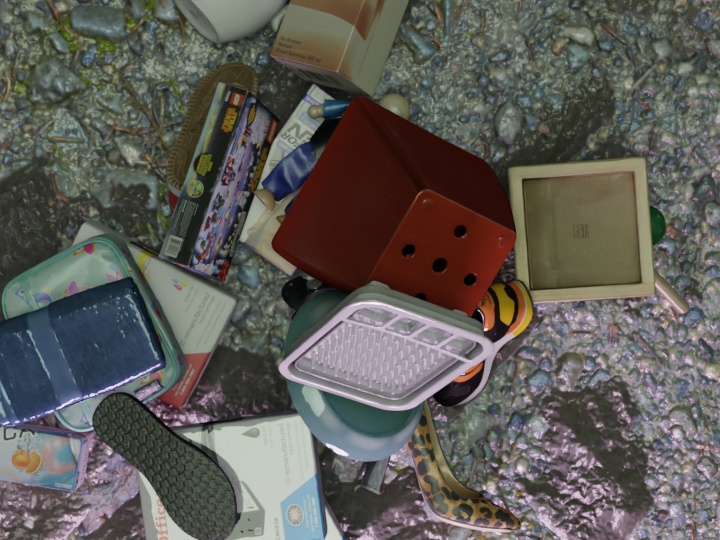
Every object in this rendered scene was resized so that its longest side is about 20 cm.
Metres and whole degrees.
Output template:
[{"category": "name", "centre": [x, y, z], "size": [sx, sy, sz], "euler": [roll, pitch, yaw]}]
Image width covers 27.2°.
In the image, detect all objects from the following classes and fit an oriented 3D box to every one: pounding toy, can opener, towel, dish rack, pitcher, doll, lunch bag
[{"category": "pounding toy", "centre": [0.281, -0.033, 1.732], "size": [0.199, 0.142, 0.185], "euler": [-4, 90, 9]}, {"category": "can opener", "centre": [0.000, 0.000, 1.754], "size": [0.200, 0.079, 0.063], "euler": [-29, 54, -5]}, {"category": "towel", "centre": [-0.312, 0.087, 1.584], "size": [0.199, 0.049, 0.112], "euler": [-20, 96, 6]}, {"category": "dish rack", "centre": [0.025, 0.077, 1.557], "size": [0.171, 0.200, 0.044], "euler": [19, 54, -24]}, {"category": "pitcher", "centre": [-0.103, -0.339, 1.720], "size": [0.200, 0.121, 0.172], "euler": [-44, 107, -12]}, {"category": "doll", "centre": [-0.022, -0.126, 1.688], "size": [0.200, 0.048, 0.137], "euler": [-43, 101, -4]}, {"category": "lunch bag", "centre": [-0.296, 0.074, 1.644], "size": [0.160, 0.077, 0.201], "euler": [-27, 93, 1]}]

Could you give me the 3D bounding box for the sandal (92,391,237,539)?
[{"category": "sandal", "centre": [-0.203, 0.208, 1.602], "size": [0.075, 0.048, 0.200], "euler": [-44, 82, 2]}]

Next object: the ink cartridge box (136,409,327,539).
[{"category": "ink cartridge box", "centre": [-0.144, 0.240, 1.663], "size": [0.199, 0.084, 0.146], "euler": [-8, 88, 0]}]

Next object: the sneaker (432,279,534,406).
[{"category": "sneaker", "centre": [0.114, 0.084, 1.696], "size": [0.090, 0.200, 0.070], "euler": [-2, 51, -35]}]

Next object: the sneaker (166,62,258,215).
[{"category": "sneaker", "centre": [-0.174, -0.143, 1.741], "size": [0.071, 0.113, 0.200], "euler": [19, 59, 7]}]

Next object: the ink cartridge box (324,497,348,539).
[{"category": "ink cartridge box", "centre": [-0.099, 0.281, 1.740], "size": [0.116, 0.068, 0.201], "euler": [-28, 90, -2]}]

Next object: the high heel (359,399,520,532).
[{"category": "high heel", "centre": [0.112, 0.220, 1.746], "size": [0.199, 0.071, 0.143], "euler": [20, 91, 3]}]

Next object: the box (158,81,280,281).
[{"category": "box", "centre": [-0.153, -0.094, 1.641], "size": [0.040, 0.137, 0.201], "euler": [18, 87, 13]}]

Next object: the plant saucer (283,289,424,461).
[{"category": "plant saucer", "centre": [0.002, 0.114, 1.677], "size": [0.200, 0.027, 0.201], "euler": [17, 62, -35]}]

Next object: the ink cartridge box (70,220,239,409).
[{"category": "ink cartridge box", "centre": [-0.260, 0.051, 1.725], "size": [0.199, 0.086, 0.148], "euler": [27, 90, -4]}]

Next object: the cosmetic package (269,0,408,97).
[{"category": "cosmetic package", "centre": [-0.010, -0.309, 1.669], "size": [0.103, 0.087, 0.201], "euler": [17, 84, 31]}]

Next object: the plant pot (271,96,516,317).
[{"category": "plant pot", "centre": [0.053, -0.038, 1.615], "size": [0.199, 0.176, 0.200], "euler": [24, 104, -29]}]

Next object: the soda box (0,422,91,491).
[{"category": "soda box", "centre": [-0.420, 0.207, 1.728], "size": [0.199, 0.068, 0.064], "euler": [9, 90, -1]}]

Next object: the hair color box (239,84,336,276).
[{"category": "hair color box", "centre": [-0.068, -0.105, 1.741], "size": [0.109, 0.065, 0.200], "euler": [34, 91, -3]}]
